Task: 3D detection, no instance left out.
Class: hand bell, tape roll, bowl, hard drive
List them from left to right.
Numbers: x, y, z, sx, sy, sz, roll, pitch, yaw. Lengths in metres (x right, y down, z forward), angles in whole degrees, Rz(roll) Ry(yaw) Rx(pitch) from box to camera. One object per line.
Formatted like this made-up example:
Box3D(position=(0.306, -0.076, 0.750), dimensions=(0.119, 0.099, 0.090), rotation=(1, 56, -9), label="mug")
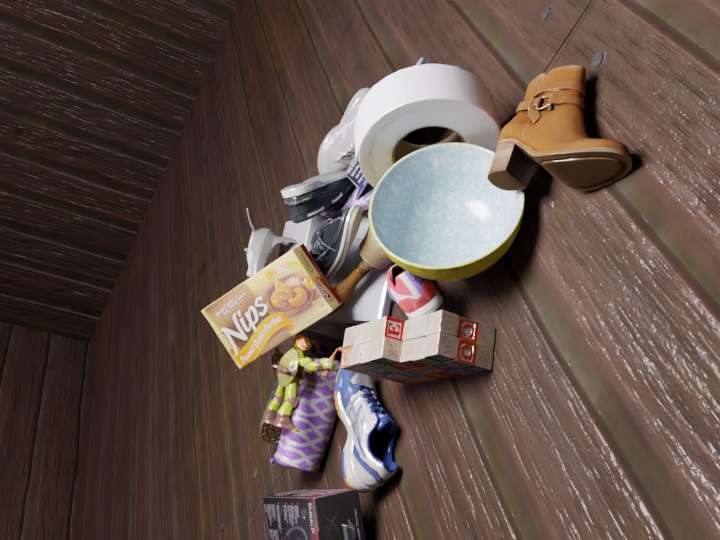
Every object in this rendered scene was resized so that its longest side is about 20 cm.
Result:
Box3D(position=(0.000, 0.000, 1.266), dimensions=(0.200, 0.104, 0.104), rotation=(-49, 34, 30), label="hand bell")
Box3D(position=(0.011, -0.011, 1.328), dimensions=(0.132, 0.025, 0.201), rotation=(-2, 72, 46), label="hard drive")
Box3D(position=(0.093, -0.185, 1.109), dimensions=(0.202, 0.202, 0.071), rotation=(-46, 36, 43), label="tape roll")
Box3D(position=(0.118, -0.059, 1.060), dimensions=(0.108, 0.199, 0.201), rotation=(69, -162, -56), label="bowl")

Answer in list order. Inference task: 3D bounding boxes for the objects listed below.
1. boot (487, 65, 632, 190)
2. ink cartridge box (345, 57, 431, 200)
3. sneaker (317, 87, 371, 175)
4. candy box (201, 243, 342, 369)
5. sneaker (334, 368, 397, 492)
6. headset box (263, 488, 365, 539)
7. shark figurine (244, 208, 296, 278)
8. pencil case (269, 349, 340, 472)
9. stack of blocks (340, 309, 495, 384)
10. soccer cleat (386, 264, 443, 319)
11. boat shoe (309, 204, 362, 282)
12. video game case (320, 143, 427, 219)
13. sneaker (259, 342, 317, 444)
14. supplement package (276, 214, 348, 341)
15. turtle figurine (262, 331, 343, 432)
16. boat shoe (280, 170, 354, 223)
Box3D(position=(0.247, -0.177, 0.953), dimensions=(0.200, 0.074, 0.155), rotation=(4, 63, 49), label="boot")
Box3D(position=(0.047, -0.238, 1.330), dimensions=(0.200, 0.041, 0.200), rotation=(-53, 7, 33), label="ink cartridge box")
Box3D(position=(-0.014, -0.244, 1.519), dimensions=(0.200, 0.075, 0.089), rotation=(-61, 39, 19), label="sneaker")
Box3D(position=(-0.143, 0.058, 1.282), dimensions=(0.200, 0.116, 0.055), rotation=(-32, 2, 23), label="candy box")
Box3D(position=(0.018, 0.217, 1.170), dimensions=(0.088, 0.075, 0.201), rotation=(-35, 52, 40), label="sneaker")
Box3D(position=(-0.060, 0.393, 1.149), dimensions=(0.200, 0.075, 0.149), rotation=(-26, 71, 57), label="headset box")
Box3D(position=(-0.153, -0.025, 1.373), dimensions=(0.215, 0.089, 0.128), rotation=(-92, -3, -52), label="shark figurine")
Box3D(position=(-0.082, 0.237, 1.337), dimensions=(0.085, 0.084, 0.201), rotation=(173, 115, -85), label="pencil case")
Box3D(position=(0.071, 0.104, 1.069), dimensions=(0.200, 0.115, 0.059), rotation=(-23, 54, 57), label="stack of blocks")
Box3D(position=(0.065, 0.014, 1.138), dimensions=(0.068, 0.073, 0.200), rotation=(-33, 13, 2), label="soccer cleat")
Box3D(position=(-0.046, -0.044, 1.272), dimensions=(0.075, 0.062, 0.200), rotation=(-66, 5, -30), label="boat shoe")
Box3D(position=(0.023, -0.146, 1.358), dimensions=(0.143, 0.019, 0.200), rotation=(-48, 18, -22), label="video game case")
Box3D(position=(-0.127, 0.215, 1.462), dimensions=(0.201, 0.067, 0.090), rotation=(-62, 20, 20), label="sneaker")
Box3D(position=(-0.080, 0.015, 1.420), dimensions=(0.121, 0.119, 0.201), rotation=(-10, 65, 62), label="supplement package")
Box3D(position=(-0.103, 0.170, 1.269), dimensions=(0.200, 0.064, 0.162), rotation=(3, 75, 49), label="turtle figurine")
Box3D(position=(-0.066, -0.128, 1.352), dimensions=(0.075, 0.200, 0.061), rotation=(-4, 105, 35), label="boat shoe")
